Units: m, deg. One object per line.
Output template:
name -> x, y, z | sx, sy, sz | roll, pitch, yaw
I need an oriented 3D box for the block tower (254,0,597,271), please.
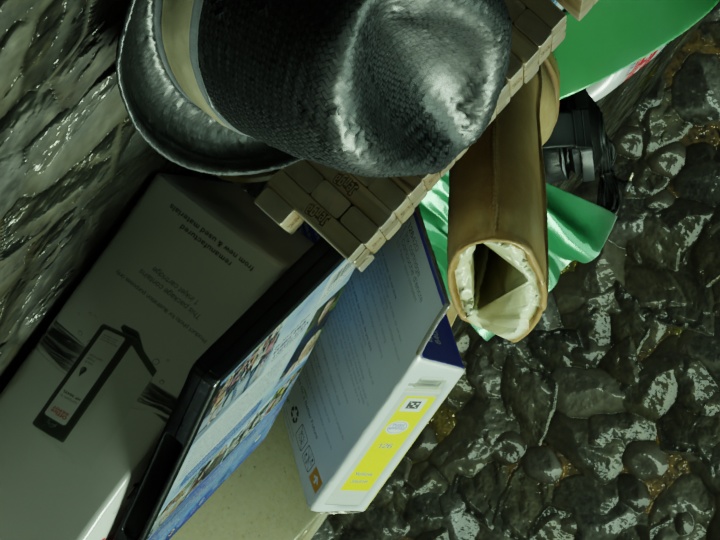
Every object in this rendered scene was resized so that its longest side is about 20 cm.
block tower -> 0.038, -0.086, 0.969 | 0.200, 0.058, 0.054 | -47, 173, -1

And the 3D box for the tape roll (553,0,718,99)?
tape roll -> 0.128, -0.156, 1.300 | 0.200, 0.048, 0.200 | -26, -167, 7

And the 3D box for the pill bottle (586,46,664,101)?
pill bottle -> 0.169, -0.190, 1.512 | 0.112, 0.112, 0.200 | -56, 171, 27

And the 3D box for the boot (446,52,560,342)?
boot -> 0.073, -0.050, 1.114 | 0.175, 0.066, 0.200 | 65, 20, -55

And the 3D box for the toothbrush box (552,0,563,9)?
toothbrush box -> 0.142, -0.248, 1.192 | 0.200, 0.085, 0.146 | -47, 172, -40

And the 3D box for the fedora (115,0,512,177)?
fedora -> 0.000, -0.093, 0.823 | 0.200, 0.092, 0.201 | -32, 148, -23

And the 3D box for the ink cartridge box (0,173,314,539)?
ink cartridge box -> -0.113, 0.053, 1.082 | 0.200, 0.084, 0.146 | -54, 172, 8

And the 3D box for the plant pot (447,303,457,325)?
plant pot -> 0.034, 0.033, 1.414 | 0.200, 0.027, 0.200 | -58, 168, -20

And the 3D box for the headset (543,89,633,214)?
headset -> 0.116, -0.074, 1.396 | 0.123, 0.094, 0.200 | -6, 180, 37

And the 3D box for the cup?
cup -> -0.103, 0.145, 1.346 | 0.200, 0.143, 0.200 | -51, 173, -9

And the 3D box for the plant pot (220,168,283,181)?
plant pot -> 0.003, -0.114, 1.002 | 0.200, 0.027, 0.200 | -47, 173, -8

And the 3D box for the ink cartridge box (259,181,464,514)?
ink cartridge box -> 0.000, 0.000, 1.155 | 0.047, 0.198, 0.200 | 4, 142, -28

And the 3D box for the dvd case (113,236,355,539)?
dvd case -> -0.065, 0.068, 1.048 | 0.143, 0.018, 0.200 | -45, 169, -41

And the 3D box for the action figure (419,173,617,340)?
action figure -> 0.057, -0.044, 1.280 | 0.118, 0.055, 0.200 | -47, 131, 10
